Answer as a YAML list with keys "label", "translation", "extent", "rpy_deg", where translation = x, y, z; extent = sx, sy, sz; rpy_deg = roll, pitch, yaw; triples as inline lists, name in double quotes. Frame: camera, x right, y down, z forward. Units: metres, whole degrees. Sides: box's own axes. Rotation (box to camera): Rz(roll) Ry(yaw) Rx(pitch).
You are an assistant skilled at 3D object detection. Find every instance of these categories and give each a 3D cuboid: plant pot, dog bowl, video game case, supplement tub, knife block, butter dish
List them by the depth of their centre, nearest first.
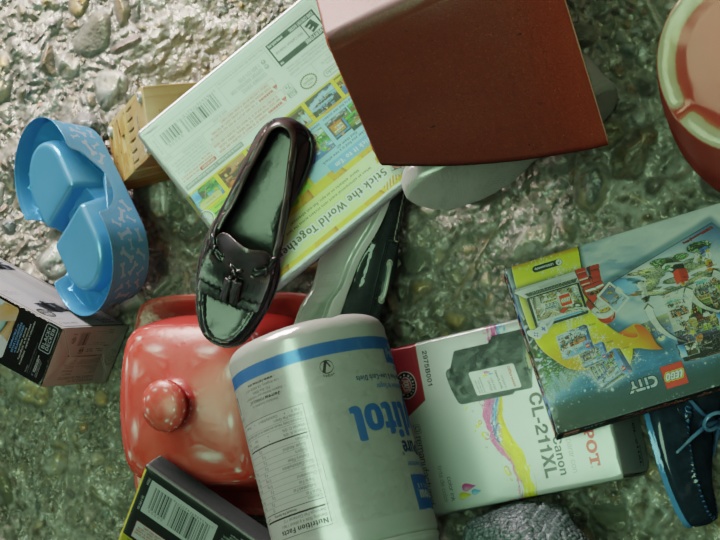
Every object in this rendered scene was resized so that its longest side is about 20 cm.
- label: "plant pot"
  translation: [0.312, -0.147, 1.229]
  extent: [0.200, 0.177, 0.201]
  rpy_deg: [-1, 87, 23]
- label: "plant pot"
  translation: [0.065, -0.196, 1.262]
  extent: [0.176, 0.200, 0.200]
  rpy_deg: [-19, 42, 7]
- label: "supplement tub"
  translation: [-0.020, 0.146, 1.279]
  extent: [0.132, 0.132, 0.201]
  rpy_deg: [-21, 77, 20]
- label: "video game case"
  translation: [-0.059, -0.108, 1.381]
  extent: [0.200, 0.023, 0.182]
  rpy_deg: [-39, 85, 3]
- label: "video game case"
  translation: [-0.126, 0.283, 1.384]
  extent: [0.200, 0.025, 0.181]
  rpy_deg: [32, 118, 16]
- label: "butter dish"
  translation: [-0.140, 0.117, 1.419]
  extent: [0.199, 0.148, 0.200]
  rpy_deg: [-2, 85, 23]
- label: "knife block"
  translation: [-0.125, -0.131, 1.484]
  extent: [0.200, 0.175, 0.064]
  rpy_deg: [153, 110, -66]
- label: "dog bowl"
  translation: [-0.258, -0.052, 1.506]
  extent: [0.112, 0.049, 0.200]
  rpy_deg: [-50, 58, 41]

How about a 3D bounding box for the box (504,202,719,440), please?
- label: "box"
  translation: [0.226, 0.036, 1.256]
  extent: [0.199, 0.038, 0.137]
  rpy_deg: [-17, 77, 2]

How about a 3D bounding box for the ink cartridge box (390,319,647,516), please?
- label: "ink cartridge box"
  translation: [0.121, 0.117, 1.344]
  extent: [0.199, 0.083, 0.146]
  rpy_deg: [-15, 80, 22]

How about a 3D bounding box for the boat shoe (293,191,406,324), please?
- label: "boat shoe"
  translation: [0.000, 0.000, 1.413]
  extent: [0.076, 0.060, 0.201]
  rpy_deg: [10, 73, 59]

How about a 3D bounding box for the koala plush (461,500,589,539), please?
- label: "koala plush"
  translation: [0.108, 0.292, 1.254]
  extent: [0.177, 0.200, 0.184]
  rpy_deg: [10, 109, 23]

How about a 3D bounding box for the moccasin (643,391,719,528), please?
- label: "moccasin"
  translation: [0.260, 0.102, 1.289]
  extent: [0.068, 0.080, 0.201]
  rpy_deg: [-15, 82, 17]

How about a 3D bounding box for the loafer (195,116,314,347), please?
- label: "loafer"
  translation: [-0.093, -0.034, 1.338]
  extent: [0.072, 0.063, 0.201]
  rpy_deg: [19, 90, 4]

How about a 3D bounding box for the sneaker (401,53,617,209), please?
- label: "sneaker"
  translation: [0.110, -0.125, 1.351]
  extent: [0.200, 0.075, 0.089]
  rpy_deg: [-28, 62, -13]

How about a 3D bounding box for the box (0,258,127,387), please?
- label: "box"
  translation: [-0.334, 0.039, 1.525]
  extent: [0.200, 0.117, 0.060]
  rpy_deg: [26, 99, 21]
